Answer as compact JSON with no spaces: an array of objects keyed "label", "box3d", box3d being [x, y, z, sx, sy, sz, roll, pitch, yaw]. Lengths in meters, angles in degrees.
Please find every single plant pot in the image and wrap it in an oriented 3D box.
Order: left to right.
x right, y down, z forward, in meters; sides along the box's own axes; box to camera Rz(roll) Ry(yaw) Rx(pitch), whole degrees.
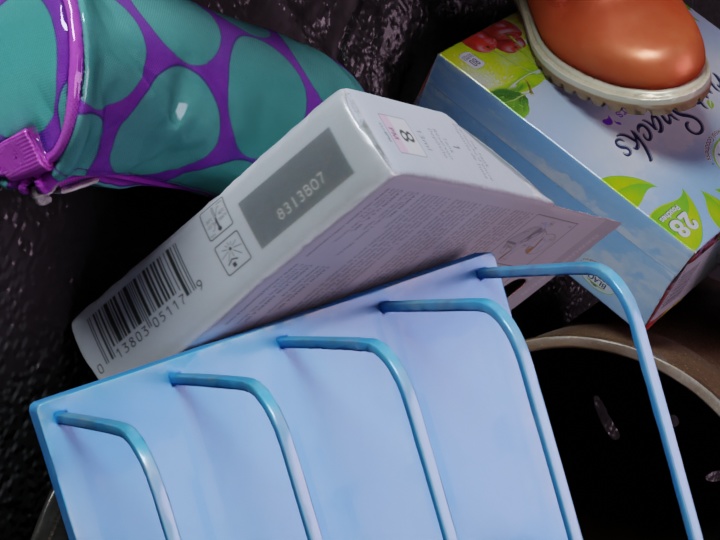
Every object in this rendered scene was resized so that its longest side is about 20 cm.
[{"label":"plant pot","box3d":[0.160,0.099,0.948,0.198,0.200,0.201,-35,121,-58]}]

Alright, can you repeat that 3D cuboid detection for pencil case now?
[{"label":"pencil case","box3d":[-0.075,-0.062,0.668,0.200,0.085,0.093,9,82,-56]}]

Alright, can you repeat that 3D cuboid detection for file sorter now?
[{"label":"file sorter","box3d":[0.005,0.085,0.616,0.200,0.123,0.139,-18,95,-22]}]

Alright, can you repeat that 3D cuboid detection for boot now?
[{"label":"boot","box3d":[0.113,-0.165,0.847,0.075,0.200,0.107,-20,142,-16]}]

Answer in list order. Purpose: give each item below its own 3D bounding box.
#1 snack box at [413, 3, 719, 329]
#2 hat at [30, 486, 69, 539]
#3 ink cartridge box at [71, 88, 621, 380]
[{"label":"snack box","box3d":[0.146,-0.076,0.912,0.200,0.169,0.068,-33,157,-45]},{"label":"hat","box3d":[-0.055,0.151,0.702,0.200,0.081,0.201,3,79,-17]},{"label":"ink cartridge box","box3d":[0.000,0.000,0.724,0.200,0.162,0.057,1,54,-58]}]
